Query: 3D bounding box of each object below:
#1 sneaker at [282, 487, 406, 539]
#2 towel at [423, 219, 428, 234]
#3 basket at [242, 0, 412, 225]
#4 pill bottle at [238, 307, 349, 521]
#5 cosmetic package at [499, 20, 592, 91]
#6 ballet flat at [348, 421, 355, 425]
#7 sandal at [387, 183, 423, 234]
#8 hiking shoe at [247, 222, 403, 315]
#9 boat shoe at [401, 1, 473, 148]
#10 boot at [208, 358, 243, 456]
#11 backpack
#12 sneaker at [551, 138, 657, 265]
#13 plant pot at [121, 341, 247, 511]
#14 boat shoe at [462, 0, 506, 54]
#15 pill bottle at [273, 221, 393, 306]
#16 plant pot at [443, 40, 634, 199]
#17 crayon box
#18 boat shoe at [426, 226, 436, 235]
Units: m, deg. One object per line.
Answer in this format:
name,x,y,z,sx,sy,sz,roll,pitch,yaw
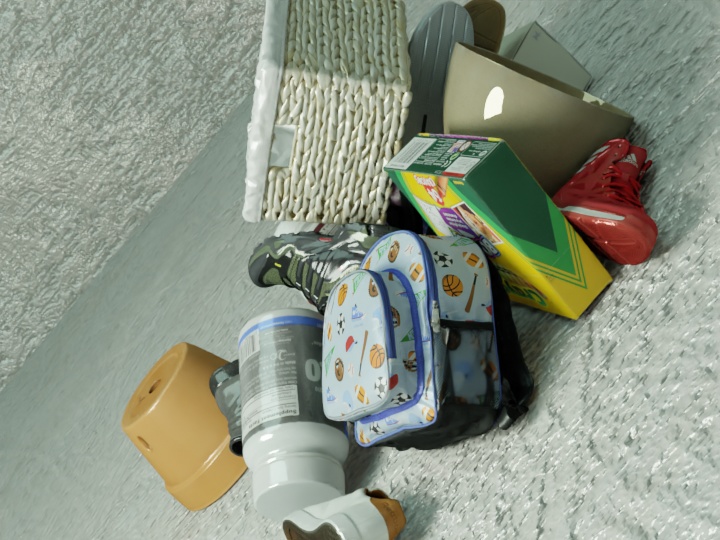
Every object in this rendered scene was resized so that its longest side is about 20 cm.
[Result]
sneaker,-0.012,0.249,1.291,0.084,0.074,0.200,-25,0,-24
towel,0.063,-0.096,1.626,0.200,0.144,0.024,-47,25,16
basket,-0.039,-0.179,1.471,0.201,0.158,0.200,-93,12,-51
pill bottle,-0.070,0.152,1.432,0.113,0.113,0.202,-37,46,37
cosmetic package,0.174,-0.215,1.647,0.074,0.103,0.199,-57,17,-22
ballet flat,0.060,0.084,1.396,0.200,0.068,0.068,-48,19,11
sandal,0.044,-0.075,1.575,0.047,0.203,0.075,0,23,11
hiking shoe,-0.040,0.011,1.414,0.198,0.075,0.102,-11,77,38
boat shoe,0.068,-0.191,1.484,0.071,0.071,0.203,172,115,-75
boot,-0.080,0.142,1.652,0.198,0.070,0.132,-33,42,-1
backpack,0.048,0.061,1.267,0.199,0.152,0.194,-25,57,54
sneaker,0.234,-0.075,1.262,0.116,0.078,0.200,-54,19,-5
plant pot,-0.215,0.188,1.771,0.200,0.140,0.201,-44,19,19
boat shoe,0.112,-0.209,1.551,0.072,0.071,0.203,32,-102,-74
pill bottle,0.000,0.000,1.504,0.198,0.114,0.115,22,71,39
plant pot,0.164,-0.135,1.407,0.201,0.198,0.136,-117,48,-71
crayon box,0.125,-0.046,1.295,0.058,0.173,0.200,-43,18,-10
boat shoe,0.130,-0.093,1.547,0.093,0.074,0.201,-51,3,44
